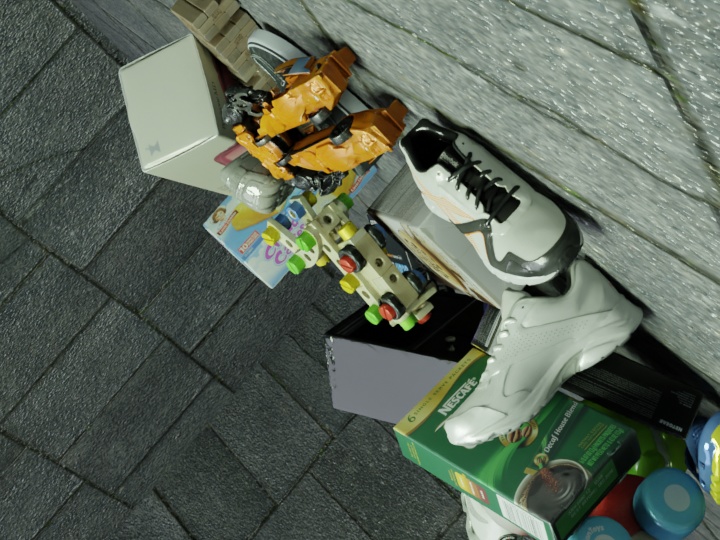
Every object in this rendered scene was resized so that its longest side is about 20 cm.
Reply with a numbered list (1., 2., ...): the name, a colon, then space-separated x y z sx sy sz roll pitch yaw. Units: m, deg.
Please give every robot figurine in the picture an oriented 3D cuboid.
1. robot figurine: 0.259 0.190 1.297 0.175 0.198 0.117 -138 29 -73
2. robot figurine: -0.048 -0.138 1.163 0.145 0.059 0.199 44 154 -21

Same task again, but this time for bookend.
1. bookend: 0.097 0.087 1.354 0.198 0.198 0.093 10 118 35

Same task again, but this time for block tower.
1. block tower: -0.122 -0.236 1.369 0.058 0.054 0.200 39 176 44

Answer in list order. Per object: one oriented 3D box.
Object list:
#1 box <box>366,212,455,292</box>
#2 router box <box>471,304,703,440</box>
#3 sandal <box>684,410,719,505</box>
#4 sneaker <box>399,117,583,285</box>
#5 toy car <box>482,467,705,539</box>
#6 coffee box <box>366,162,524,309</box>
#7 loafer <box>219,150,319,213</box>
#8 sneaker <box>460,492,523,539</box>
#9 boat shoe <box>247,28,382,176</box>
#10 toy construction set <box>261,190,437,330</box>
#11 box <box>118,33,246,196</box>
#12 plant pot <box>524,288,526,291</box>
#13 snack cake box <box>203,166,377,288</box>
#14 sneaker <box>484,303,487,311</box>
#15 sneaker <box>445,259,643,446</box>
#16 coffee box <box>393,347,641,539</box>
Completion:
1. box: 0.069 -0.004 1.581 0.200 0.045 0.161 -157 47 -79
2. router box: 0.210 0.092 1.173 0.198 0.052 0.149 24 180 0
3. sandal: 0.328 0.167 1.125 0.087 0.079 0.200 43 176 30
4. sneaker: 0.096 -0.057 0.986 0.200 0.074 0.080 38 173 46
5. toy car: 0.187 0.212 1.162 0.201 0.175 0.185 54 153 20
6. coffee box: 0.090 -0.040 1.176 0.113 0.080 0.200 43 176 -14
7. loafer: -0.078 -0.130 1.323 0.069 0.070 0.200 32 -144 10
8. sneaker: 0.126 0.196 1.289 0.089 0.073 0.201 94 159 -45
9. boat shoe: -0.055 -0.172 1.276 0.199 0.068 0.074 41 176 13
10. toy construction set: 0.000 0.000 1.260 0.199 0.093 0.131 36 158 -17
11. box: -0.172 -0.177 1.443 0.199 0.108 0.130 11 -120 -65
12. plant pot: 0.197 0.099 1.407 0.200 0.027 0.203 -16 -90 -79
13. snack cake box: -0.089 -0.091 1.534 0.115 0.200 0.067 37 174 44
14. sneaker: 0.171 0.064 1.568 0.066 0.079 0.200 37 176 26
15. sneaker: 0.141 0.068 1.067 0.100 0.199 0.078 50 180 5
16. coffee box: 0.137 0.155 1.112 0.199 0.123 0.044 27 150 45
